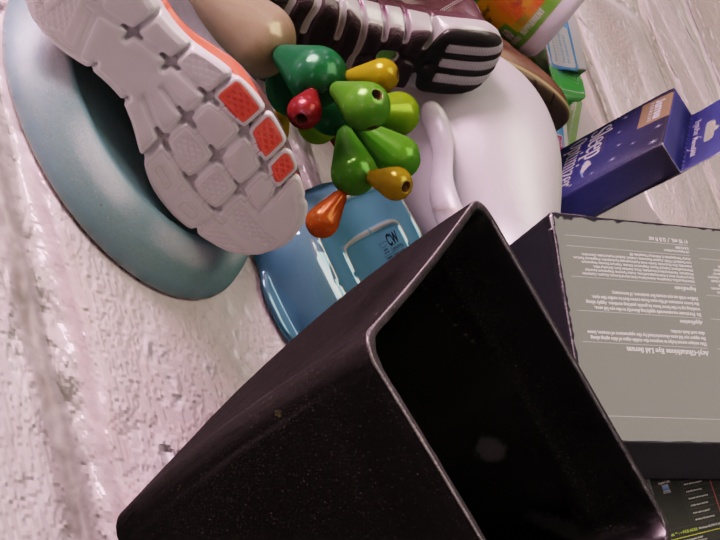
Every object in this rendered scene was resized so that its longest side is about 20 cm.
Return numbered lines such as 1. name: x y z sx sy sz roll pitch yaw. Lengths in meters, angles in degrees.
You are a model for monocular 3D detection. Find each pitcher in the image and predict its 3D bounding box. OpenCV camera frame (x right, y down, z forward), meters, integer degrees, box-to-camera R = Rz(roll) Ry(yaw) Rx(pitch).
1. pitcher: 0.074 -0.062 1.174 0.172 0.121 0.200 45 25 -56

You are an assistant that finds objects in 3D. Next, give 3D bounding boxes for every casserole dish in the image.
1. casserole dish: 0.000 0.000 1.086 0.121 0.039 0.200 63 23 -1

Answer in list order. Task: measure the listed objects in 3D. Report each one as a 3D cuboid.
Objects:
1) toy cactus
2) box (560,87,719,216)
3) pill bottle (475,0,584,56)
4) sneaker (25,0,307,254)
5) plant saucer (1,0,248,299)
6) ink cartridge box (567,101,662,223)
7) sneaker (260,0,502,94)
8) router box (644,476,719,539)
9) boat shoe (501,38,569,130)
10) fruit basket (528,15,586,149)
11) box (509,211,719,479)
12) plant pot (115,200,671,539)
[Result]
1. toy cactus: -0.038 -0.103 1.018 0.165 0.102 0.200 41 6 -7
2. box: 0.182 -0.076 1.321 0.032 0.200 0.121 56 25 -14
3. pill bottle: 0.081 -0.260 1.303 0.200 0.111 0.111 37 28 -5
4. sneaker: -0.089 -0.102 0.908 0.200 0.077 0.082 56 19 -17
5. plant saucer: -0.114 -0.081 0.954 0.200 0.027 0.200 46 29 -35
6. ink cartridge box: 0.220 -0.039 1.545 0.200 0.048 0.146 54 26 -20
7. sneaker: -0.012 -0.177 1.142 0.200 0.076 0.116 7 46 -25
8. router box: 0.177 0.129 1.107 0.200 0.062 0.150 -7 73 -31
9. boat shoe: 0.075 -0.160 1.287 0.200 0.072 0.068 23 50 -30
10. fruit basket: 0.092 -0.185 1.384 0.200 0.094 0.185 9 65 -50
11. box: 0.189 0.050 1.062 0.200 0.079 0.141 5 64 -27
12. plant pot: 0.009 0.116 0.819 0.200 0.177 0.200 59 24 -8
